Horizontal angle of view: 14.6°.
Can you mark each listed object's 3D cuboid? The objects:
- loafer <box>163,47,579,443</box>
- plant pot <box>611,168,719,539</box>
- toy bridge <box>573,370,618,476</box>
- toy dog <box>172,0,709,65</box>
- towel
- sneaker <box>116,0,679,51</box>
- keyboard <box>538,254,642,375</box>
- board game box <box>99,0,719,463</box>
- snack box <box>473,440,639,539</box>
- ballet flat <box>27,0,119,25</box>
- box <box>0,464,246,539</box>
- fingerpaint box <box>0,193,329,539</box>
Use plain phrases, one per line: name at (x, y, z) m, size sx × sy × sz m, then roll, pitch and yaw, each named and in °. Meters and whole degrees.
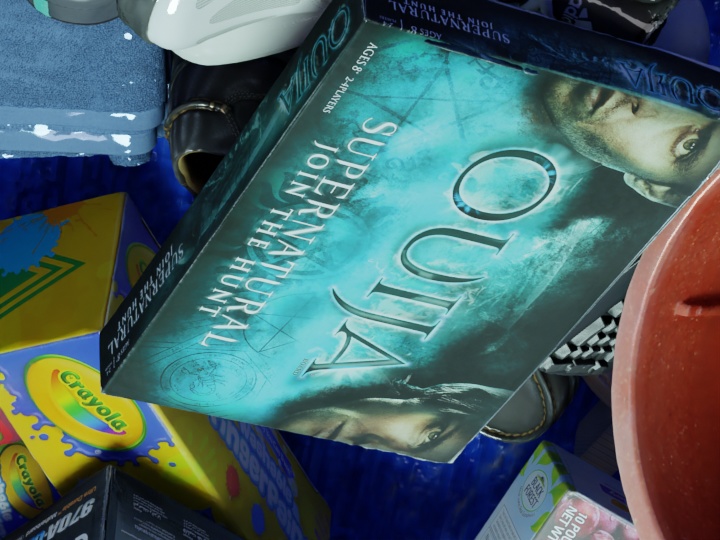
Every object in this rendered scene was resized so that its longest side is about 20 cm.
loafer at (0.000, 0.000, 0.991) m, size 0.073 × 0.072 × 0.200 m, roll -31°, pitch 115°, yaw 35°
plant pot at (0.220, 0.040, 0.919) m, size 0.195 × 0.201 × 0.201 m, roll -5°, pitch 149°, yaw -50°
toy bridge at (0.035, 0.010, 1.059) m, size 0.200 × 0.027 × 0.067 m, roll 29°, pitch 127°, yaw -13°
toy dog at (0.034, -0.080, 0.944) m, size 0.200 × 0.132 × 0.096 m, roll 23°, pitch 158°, yaw -1°
towel at (-0.121, -0.127, 0.960) m, size 0.112 × 0.049 × 0.200 m, roll 3°, pitch 130°, yaw 6°
sneaker at (0.032, -0.102, 0.852) m, size 0.115 × 0.200 × 0.076 m, roll 52°, pitch 162°, yaw 15°
keyboard at (0.151, -0.023, 0.972) m, size 0.200 × 0.127 × 0.021 m, roll -39°, pitch 73°, yaw 27°
board game box at (0.016, -0.010, 0.897) m, size 0.135 × 0.028 × 0.200 m, roll 13°, pitch 140°, yaw -23°
snack box at (0.115, 0.172, 1.027) m, size 0.200 × 0.053 × 0.142 m, roll 30°, pitch 103°, yaw -15°
ballet flat at (-0.056, -0.165, 0.854) m, size 0.073 × 0.073 × 0.200 m, roll 24°, pitch 102°, yaw -10°
box at (-0.073, 0.166, 1.076) m, size 0.200 × 0.046 × 0.159 m, roll 33°, pitch 129°, yaw -31°
fingerpaint box at (-0.126, 0.077, 1.081) m, size 0.167 × 0.073 × 0.200 m, roll -12°, pitch 135°, yaw 17°
